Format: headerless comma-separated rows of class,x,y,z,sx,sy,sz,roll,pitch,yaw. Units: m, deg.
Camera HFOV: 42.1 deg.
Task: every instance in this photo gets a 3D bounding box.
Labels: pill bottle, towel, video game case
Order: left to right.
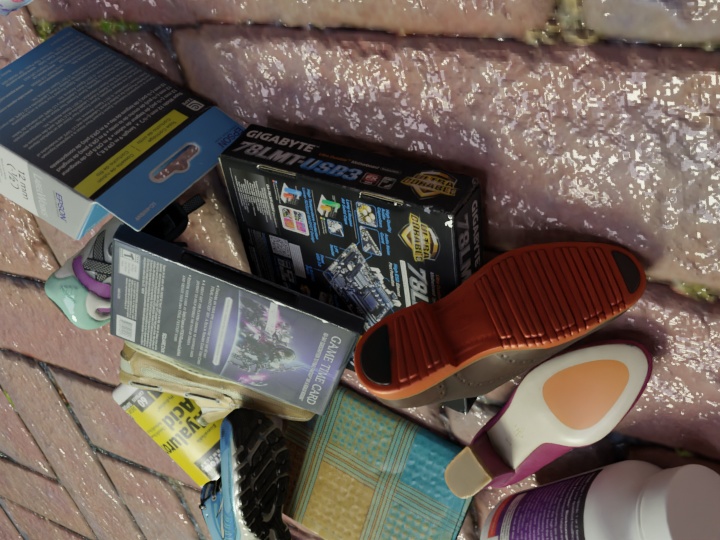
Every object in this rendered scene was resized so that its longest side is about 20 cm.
pill bottle,-0.151,0.160,0.976,0.200,0.111,0.111,46,143,-7
video game case,-0.106,0.046,0.754,0.198,0.019,0.143,20,143,-2
towel,0.009,0.202,0.887,0.198,0.022,0.148,25,100,23
pill bottle,0.191,0.210,0.721,0.111,0.112,0.200,46,143,-5

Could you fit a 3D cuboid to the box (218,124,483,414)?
box,0.000,0.000,0.724,0.196,0.050,0.202,16,137,27

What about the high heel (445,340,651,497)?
high heel,0.154,0.109,0.715,0.068,0.095,0.200,52,125,19

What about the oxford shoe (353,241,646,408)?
oxford shoe,0.096,0.040,0.634,0.198,0.072,0.073,-20,147,11

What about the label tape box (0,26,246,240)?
label tape box,-0.205,-0.099,0.743,0.199,0.143,0.067,31,141,14

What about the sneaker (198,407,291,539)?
sneaker,-0.121,0.216,0.884,0.089,0.078,0.202,17,121,26

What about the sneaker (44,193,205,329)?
sneaker,-0.192,-0.022,0.857,0.140,0.200,0.078,-43,96,8

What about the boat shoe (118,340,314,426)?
boat shoe,-0.134,0.112,0.891,0.198,0.072,0.077,19,98,8

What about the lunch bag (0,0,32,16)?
lunch bag,-0.273,-0.282,0.644,0.168,0.128,0.201,-3,131,45
